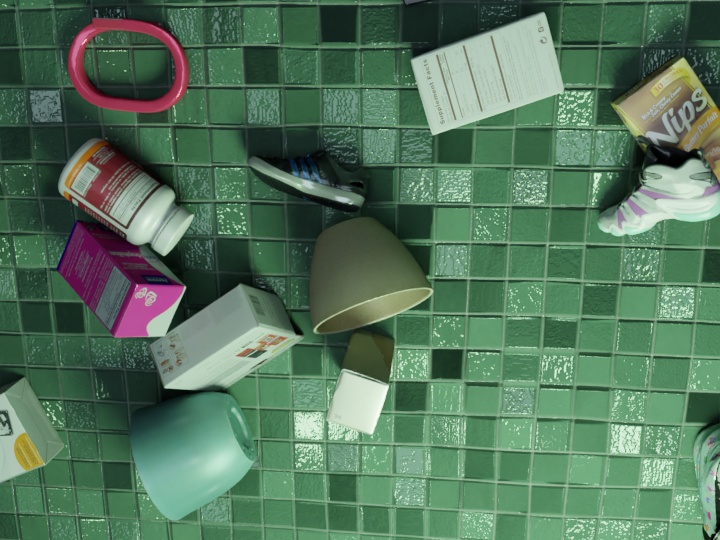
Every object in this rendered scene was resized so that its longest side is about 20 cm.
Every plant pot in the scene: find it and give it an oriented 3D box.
[{"bbox_3d":[-0.278,0.301,1.324,0.160,0.201,0.202,-24,102,1],"label":"plant pot"}]

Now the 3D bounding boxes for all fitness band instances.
[{"bbox_3d":[-0.373,-0.330,1.236,0.198,0.037,0.145,7,109,5],"label":"fitness band"}]

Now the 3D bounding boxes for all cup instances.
[{"bbox_3d":[0.000,0.000,1.222,0.199,0.200,0.144,-21,77,11],"label":"cup"}]

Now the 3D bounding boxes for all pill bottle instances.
[{"bbox_3d":[-0.379,-0.115,1.254,0.199,0.113,0.113,36,106,-5],"label":"pill bottle"}]

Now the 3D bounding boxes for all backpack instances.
[{"bbox_3d":[0.630,0.357,1.272,0.166,0.127,0.202,-14,103,-2],"label":"backpack"}]

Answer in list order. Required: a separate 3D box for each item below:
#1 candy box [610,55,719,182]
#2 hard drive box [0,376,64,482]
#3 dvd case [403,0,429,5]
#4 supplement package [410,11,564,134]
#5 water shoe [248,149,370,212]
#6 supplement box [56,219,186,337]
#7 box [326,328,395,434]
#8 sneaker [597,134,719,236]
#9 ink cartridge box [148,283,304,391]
[{"bbox_3d":[0.487,-0.208,1.164,0.115,0.055,0.200,-36,100,15],"label":"candy box"},{"bbox_3d":[-0.684,0.312,1.426,0.199,0.077,0.157,-23,101,12],"label":"hard drive box"},{"bbox_3d":[0.149,-0.489,1.141,0.198,0.018,0.144,-10,105,8],"label":"dvd case"},{"bbox_3d":[0.185,-0.292,1.141,0.199,0.117,0.118,-16,104,11],"label":"supplement package"},{"bbox_3d":[-0.082,-0.159,1.245,0.199,0.072,0.079,20,79,2],"label":"water shoe"},{"bbox_3d":[-0.391,0.013,1.248,0.200,0.101,0.104,40,110,31],"label":"supplement box"},{"bbox_3d":[0.004,0.174,1.248,0.077,0.200,0.096,18,107,1],"label":"box"},{"bbox_3d":[0.428,-0.135,1.146,0.199,0.078,0.140,-14,114,43],"label":"sneaker"},{"bbox_3d":[-0.222,0.121,1.303,0.199,0.175,0.084,-33,69,13],"label":"ink cartridge box"}]
